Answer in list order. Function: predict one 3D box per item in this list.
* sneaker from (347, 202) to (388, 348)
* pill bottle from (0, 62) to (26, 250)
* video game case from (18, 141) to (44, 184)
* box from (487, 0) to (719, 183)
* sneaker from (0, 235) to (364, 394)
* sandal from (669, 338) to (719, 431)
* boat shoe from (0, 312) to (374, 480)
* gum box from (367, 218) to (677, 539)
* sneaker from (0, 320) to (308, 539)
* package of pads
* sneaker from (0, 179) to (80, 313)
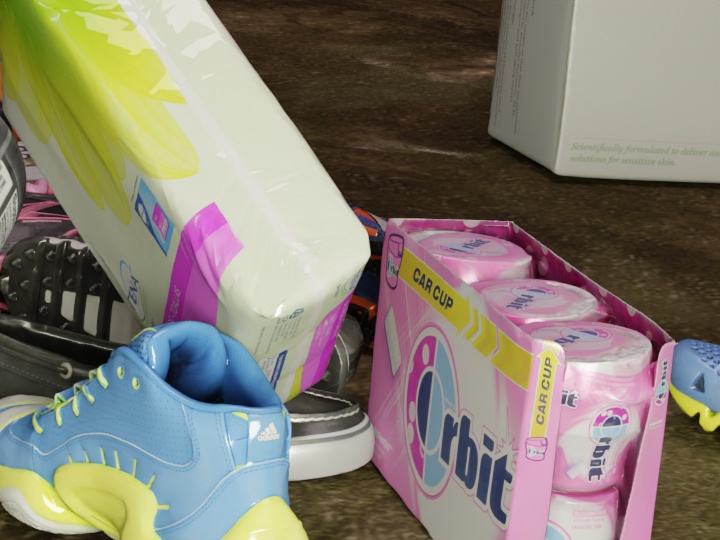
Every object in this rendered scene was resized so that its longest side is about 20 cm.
[{"bbox_3d":[0.000,0.000,1.217,0.078,0.076,0.199,4,20,-45],"label":"sneaker"},{"bbox_3d":[-0.216,-0.020,0.958,0.105,0.107,0.201,8,43,10],"label":"pill bottle"},{"bbox_3d":[-0.214,-0.071,1.447,0.180,0.036,0.199,-4,17,-37],"label":"video game case"},{"bbox_3d":[0.228,-0.185,1.728,0.197,0.202,0.171,2,13,-16],"label":"box"},{"bbox_3d":[-0.086,0.025,1.083,0.198,0.067,0.090,15,14,18],"label":"sneaker"},{"bbox_3d":[0.253,0.051,1.063,0.198,0.088,0.080,7,16,12],"label":"sandal"},{"bbox_3d":[-0.091,0.056,0.968,0.198,0.057,0.069,6,14,0],"label":"boat shoe"},{"bbox_3d":[0.064,0.058,0.905,0.065,0.115,0.200,1,15,-17],"label":"gum box"},{"bbox_3d":[-0.086,0.060,0.856,0.075,0.106,0.199,-8,20,-43],"label":"sneaker"},{"bbox_3d":[-0.080,-0.042,0.902,0.068,0.201,0.155,-29,-15,-19],"label":"package of pads"},{"bbox_3d":[-0.207,-0.007,1.155,0.198,0.080,0.095,-4,29,-30],"label":"sneaker"}]
